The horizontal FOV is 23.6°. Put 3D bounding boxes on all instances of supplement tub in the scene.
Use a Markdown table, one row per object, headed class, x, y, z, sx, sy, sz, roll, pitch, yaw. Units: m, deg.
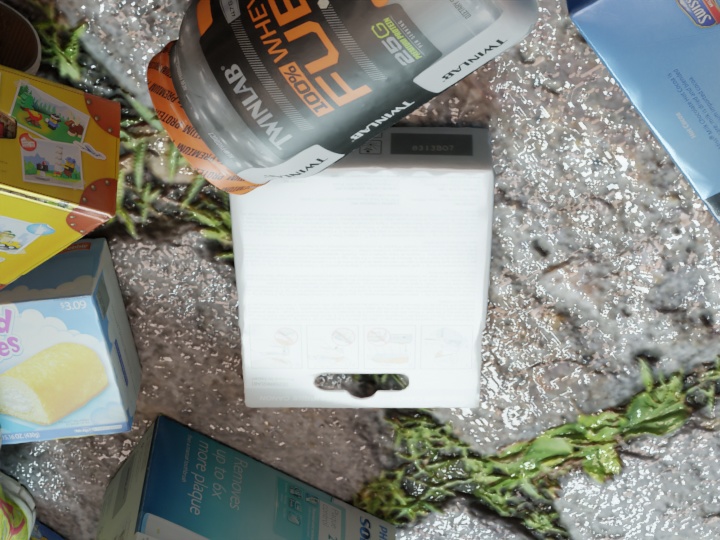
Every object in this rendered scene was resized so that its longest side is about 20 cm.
| class | x | y | z | sx | sy | sz | roll | pitch | yaw |
| --- | --- | --- | --- | --- | --- | --- | --- | --- | --- |
| supplement tub | -0.013 | -0.132 | 0.953 | 0.200 | 0.123 | 0.123 | -33 | 118 | 22 |

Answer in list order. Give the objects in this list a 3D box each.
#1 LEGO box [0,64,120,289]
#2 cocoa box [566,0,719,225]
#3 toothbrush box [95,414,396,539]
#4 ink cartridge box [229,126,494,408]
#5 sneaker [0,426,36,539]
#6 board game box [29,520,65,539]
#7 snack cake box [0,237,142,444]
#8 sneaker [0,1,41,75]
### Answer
| class | x | y | z | sx | sy | sz | roll | pitch | yaw |
| --- | --- | --- | --- | --- | --- | --- | --- | --- | --- |
| LEGO box | -0.259 | -0.062 | 0.967 | 0.200 | 0.077 | 0.149 | 16 | 153 | -36 |
| cocoa box | 0.213 | -0.129 | 0.941 | 0.131 | 0.133 | 0.200 | -30 | 119 | 21 |
| toothbrush box | -0.079 | 0.211 | 1.182 | 0.200 | 0.146 | 0.085 | 29 | 121 | -17 |
| ink cartridge box | 0.000 | 0.000 | 1.098 | 0.162 | 0.057 | 0.200 | 0 | 134 | 1 |
| sneaker | -0.263 | 0.169 | 1.127 | 0.078 | 0.090 | 0.200 | -3 | 148 | 0 |
| board game box | -0.272 | 0.235 | 1.272 | 0.200 | 0.034 | 0.135 | 39 | 117 | -23 |
| snack cake box | -0.253 | 0.051 | 1.122 | 0.200 | 0.067 | 0.115 | -6 | 126 | 6 |
| sneaker | -0.289 | -0.124 | 1.014 | 0.200 | 0.073 | 0.085 | 1 | 161 | -9 |
